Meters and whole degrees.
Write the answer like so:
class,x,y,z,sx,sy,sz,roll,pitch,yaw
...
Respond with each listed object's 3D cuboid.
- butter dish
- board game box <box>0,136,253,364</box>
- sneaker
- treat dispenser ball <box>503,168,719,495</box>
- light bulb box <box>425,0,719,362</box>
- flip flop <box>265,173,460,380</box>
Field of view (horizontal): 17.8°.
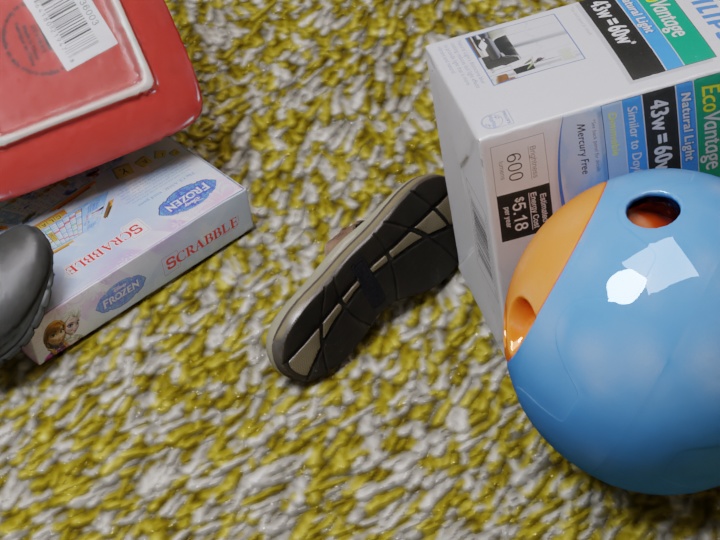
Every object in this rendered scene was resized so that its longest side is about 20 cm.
class,x,y,z,sx,sy,sz,roll,pitch,yaw
butter dish,-0.243,-0.155,1.711,0.199,0.148,0.201,-23,84,-14
board game box,-0.217,-0.039,1.705,0.200,0.041,0.199,-33,46,-24
sneaker,-0.293,0.038,1.565,0.200,0.091,0.076,-45,50,-9
treat dispenser ball,0.188,0.037,1.418,0.200,0.201,0.201,-6,42,5
light bulb box,0.164,-0.070,1.542,0.199,0.199,0.125,-17,39,-7
flip flop,0.000,0.000,1.602,0.200,0.081,0.057,-44,36,-25
